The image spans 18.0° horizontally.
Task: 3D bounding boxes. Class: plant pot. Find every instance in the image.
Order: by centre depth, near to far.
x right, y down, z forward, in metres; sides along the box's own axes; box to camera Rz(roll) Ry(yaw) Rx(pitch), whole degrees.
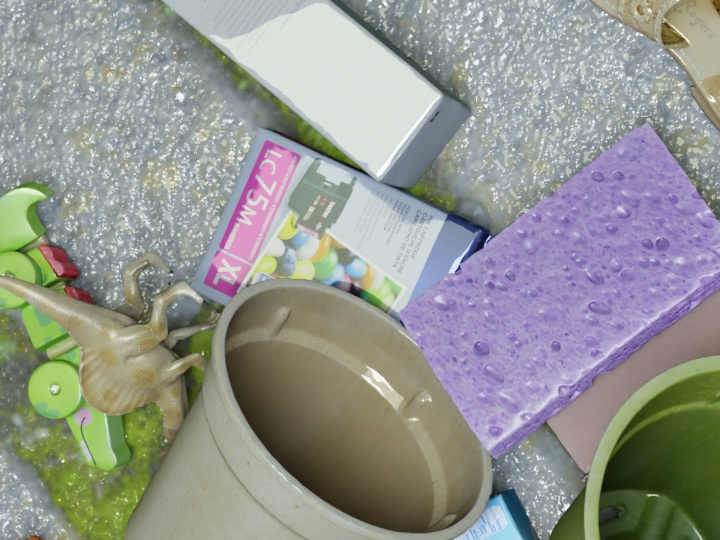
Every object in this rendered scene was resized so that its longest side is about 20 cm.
[{"bbox_3d":[0.194,0.170,1.338,0.198,0.190,0.202,4,73,-14],"label":"plant pot"},{"bbox_3d":[-0.049,0.141,1.418,0.200,0.200,0.184,46,123,10],"label":"plant pot"}]

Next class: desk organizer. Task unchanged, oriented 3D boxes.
[{"bbox_3d":[0.202,0.044,1.428,0.200,0.072,0.077,-38,75,7],"label":"desk organizer"}]

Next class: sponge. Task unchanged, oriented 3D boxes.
[{"bbox_3d":[0.130,0.012,1.406,0.200,0.030,0.112,-38,64,7],"label":"sponge"}]

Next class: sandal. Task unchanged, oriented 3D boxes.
[{"bbox_3d":[0.203,-0.166,1.402,0.078,0.070,0.212,-43,99,-9],"label":"sandal"}]

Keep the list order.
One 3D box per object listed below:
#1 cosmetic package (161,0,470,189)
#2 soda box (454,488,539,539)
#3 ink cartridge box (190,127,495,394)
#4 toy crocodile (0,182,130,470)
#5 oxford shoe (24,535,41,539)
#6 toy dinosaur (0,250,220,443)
[{"bbox_3d":[-0.031,-0.143,1.471,0.200,0.101,0.071,40,97,12],"label":"cosmetic package"},{"bbox_3d":[0.112,0.242,1.443,0.064,0.068,0.201,-27,83,9],"label":"soda box"},{"bbox_3d":[0.000,0.000,1.492,0.199,0.042,0.120,25,94,11],"label":"ink cartridge box"},{"bbox_3d":[-0.199,0.039,1.519,0.061,0.067,0.201,-25,83,11],"label":"toy crocodile"},{"bbox_3d":[-0.274,0.268,1.530,0.200,0.071,0.073,-41,85,8],"label":"oxford shoe"},{"bbox_3d":[-0.149,0.042,1.463,0.101,0.058,0.200,-49,119,-4],"label":"toy dinosaur"}]
